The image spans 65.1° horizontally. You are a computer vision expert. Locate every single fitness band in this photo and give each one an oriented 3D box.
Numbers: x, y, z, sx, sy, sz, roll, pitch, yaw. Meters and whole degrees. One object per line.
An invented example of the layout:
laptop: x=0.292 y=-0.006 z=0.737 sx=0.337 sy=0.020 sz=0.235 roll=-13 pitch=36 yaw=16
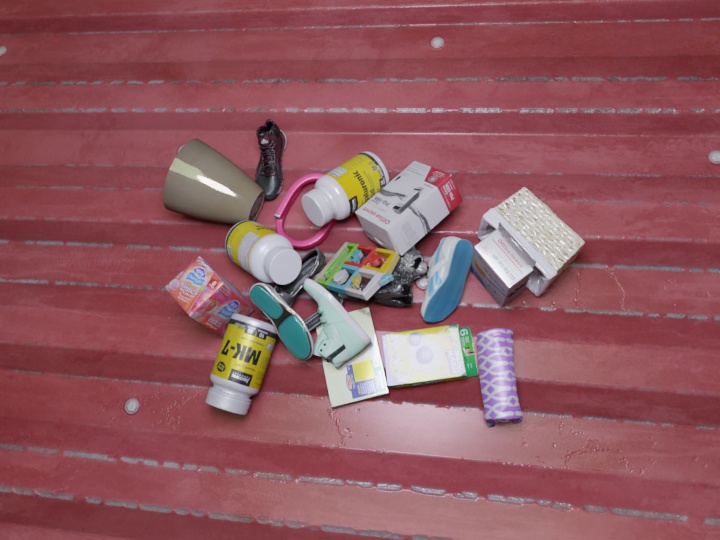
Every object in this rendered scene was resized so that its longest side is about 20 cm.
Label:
fitness band: x=-0.126 y=-0.147 z=1.390 sx=0.143 sy=0.037 sz=0.201 roll=26 pitch=78 yaw=15

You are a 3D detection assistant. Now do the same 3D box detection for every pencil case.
pencil case: x=0.295 y=0.222 z=1.187 sx=0.085 sy=0.084 sz=0.202 roll=6 pitch=71 yaw=-27

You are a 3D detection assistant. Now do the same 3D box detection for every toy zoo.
toy zoo: x=0.000 y=0.000 z=1.261 sx=0.199 sy=0.021 sz=0.131 roll=13 pitch=56 yaw=45

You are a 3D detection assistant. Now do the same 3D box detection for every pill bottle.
pill bottle: x=-0.220 y=-0.038 z=1.287 sx=0.199 sy=0.112 sz=0.112 roll=27 pitch=76 yaw=47
pill bottle: x=-0.037 y=-0.187 z=1.322 sx=0.199 sy=0.112 sz=0.111 roll=-36 pitch=69 yaw=-25
pill bottle: x=-0.263 y=0.207 z=1.251 sx=0.113 sy=0.114 sz=0.202 roll=14 pitch=78 yaw=12

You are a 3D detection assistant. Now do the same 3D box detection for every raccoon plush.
raccoon plush: x=0.053 y=-0.001 z=1.279 sx=0.198 sy=0.097 sz=0.135 roll=9 pitch=67 yaw=-1

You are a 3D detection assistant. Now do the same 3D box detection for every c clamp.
c clamp: x=-0.128 y=0.063 z=1.324 sx=0.200 sy=0.027 sz=0.171 roll=-40 pitch=61 yaw=-9

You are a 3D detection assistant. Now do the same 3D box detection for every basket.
basket: x=0.373 y=-0.066 z=1.241 sx=0.123 sy=0.136 sz=0.200 roll=-40 pitch=71 yaw=-8

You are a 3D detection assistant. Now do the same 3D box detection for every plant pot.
plant pot: x=-0.342 y=-0.193 z=1.374 sx=0.199 sy=0.187 sz=0.188 roll=24 pitch=76 yaw=2

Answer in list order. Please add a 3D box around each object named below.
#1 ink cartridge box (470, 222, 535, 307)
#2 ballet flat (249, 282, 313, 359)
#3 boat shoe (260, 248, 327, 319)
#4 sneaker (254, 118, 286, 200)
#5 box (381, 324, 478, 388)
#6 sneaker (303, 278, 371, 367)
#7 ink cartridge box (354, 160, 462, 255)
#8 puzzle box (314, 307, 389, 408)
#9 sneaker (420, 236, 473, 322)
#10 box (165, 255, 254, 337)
ink cartridge box: x=0.297 y=-0.008 z=1.197 sx=0.068 sy=0.200 sz=0.115 roll=-36 pitch=70 yaw=-5
ballet flat: x=-0.164 y=0.104 z=1.242 sx=0.069 sy=0.069 sz=0.200 roll=-40 pitch=87 yaw=-6
boat shoe: x=-0.160 y=0.026 z=1.302 sx=0.200 sy=0.057 sz=0.067 roll=-45 pitch=63 yaw=-12
sneaker: x=-0.238 y=-0.286 z=1.410 sx=0.075 sy=0.116 sz=0.202 roll=0 pitch=71 yaw=8
box: x=0.151 y=0.187 z=1.236 sx=0.198 sy=0.048 sz=0.118 roll=-9 pitch=71 yaw=4
sneaker: x=-0.084 y=0.119 z=1.238 sx=0.118 sy=0.074 sz=0.201 roll=-42 pitch=83 yaw=-5
ink cartridge box: x=0.108 y=-0.146 z=1.292 sx=0.200 sy=0.083 sz=0.147 roll=-41 pitch=38 yaw=-11
puzzle box: x=-0.021 y=0.195 z=1.268 sx=0.132 sy=0.025 sz=0.202 roll=-14 pitch=71 yaw=3
sneaker: x=0.186 y=0.021 z=1.274 sx=0.076 sy=0.081 sz=0.201 roll=22 pitch=92 yaw=-30
box: x=-0.330 y=0.064 z=1.263 sx=0.103 sy=0.200 sz=0.095 roll=-44 pitch=70 yaw=-9
